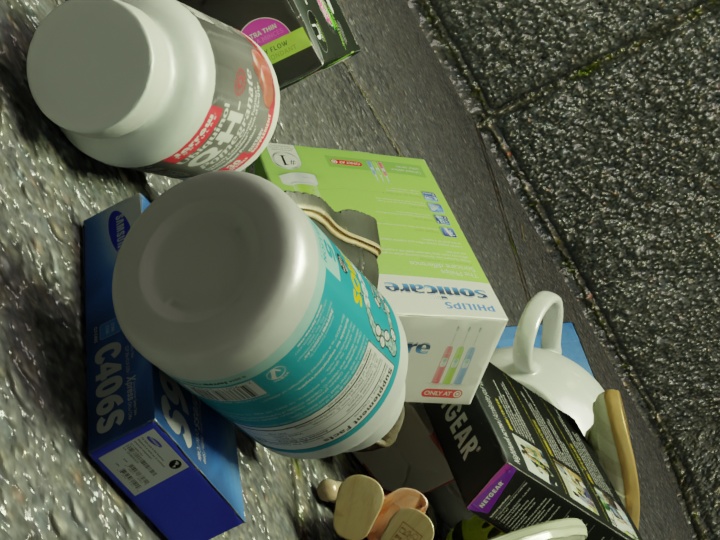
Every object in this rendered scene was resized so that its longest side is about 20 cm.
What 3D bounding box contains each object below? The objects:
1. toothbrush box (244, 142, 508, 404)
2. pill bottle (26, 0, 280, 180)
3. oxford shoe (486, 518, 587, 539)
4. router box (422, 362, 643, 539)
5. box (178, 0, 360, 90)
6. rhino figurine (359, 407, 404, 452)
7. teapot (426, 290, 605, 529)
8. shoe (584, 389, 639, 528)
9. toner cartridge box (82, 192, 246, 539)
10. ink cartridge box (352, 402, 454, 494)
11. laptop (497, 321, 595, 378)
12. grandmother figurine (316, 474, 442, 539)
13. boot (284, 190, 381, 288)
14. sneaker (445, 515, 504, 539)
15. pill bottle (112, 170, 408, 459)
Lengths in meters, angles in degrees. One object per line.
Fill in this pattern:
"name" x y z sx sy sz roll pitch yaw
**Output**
"toothbrush box" 0.000 0.000 1.269 0.145 0.086 0.200 4 36 -24
"pill bottle" -0.132 -0.118 1.097 0.111 0.111 0.200 65 14 8
"oxford shoe" 0.090 0.205 1.139 0.200 0.075 0.058 -10 74 -55
"router box" 0.125 0.144 1.316 0.149 0.051 0.200 34 15 -23
"box" -0.100 -0.183 1.294 0.125 0.148 0.200 64 11 -5
"rhino figurine" -0.011 0.062 1.327 0.087 0.060 0.200 32 28 -26
"teapot" 0.132 0.151 1.502 0.200 0.197 0.146 63 12 16
"shoe" 0.200 0.192 1.426 0.070 0.053 0.200 -91 175 -67
"toner cartridge box" -0.113 0.053 0.976 0.095 0.043 0.200 56 13 -38
"ink cartridge box" 0.017 0.082 1.448 0.117 0.067 0.200 55 15 -37
"laptop" 0.205 0.107 2.128 0.200 0.116 0.188 52 16 -47
"grandmother figurine" 0.027 0.180 1.232 0.121 0.061 0.200 42 -2 7
"boot" -0.038 0.030 1.060 0.200 0.077 0.139 6 72 -54
"sneaker" 0.115 0.248 1.229 0.084 0.074 0.200 52 13 -26
"pill bottle" -0.043 0.035 0.942 0.200 0.111 0.111 47 20 -57
